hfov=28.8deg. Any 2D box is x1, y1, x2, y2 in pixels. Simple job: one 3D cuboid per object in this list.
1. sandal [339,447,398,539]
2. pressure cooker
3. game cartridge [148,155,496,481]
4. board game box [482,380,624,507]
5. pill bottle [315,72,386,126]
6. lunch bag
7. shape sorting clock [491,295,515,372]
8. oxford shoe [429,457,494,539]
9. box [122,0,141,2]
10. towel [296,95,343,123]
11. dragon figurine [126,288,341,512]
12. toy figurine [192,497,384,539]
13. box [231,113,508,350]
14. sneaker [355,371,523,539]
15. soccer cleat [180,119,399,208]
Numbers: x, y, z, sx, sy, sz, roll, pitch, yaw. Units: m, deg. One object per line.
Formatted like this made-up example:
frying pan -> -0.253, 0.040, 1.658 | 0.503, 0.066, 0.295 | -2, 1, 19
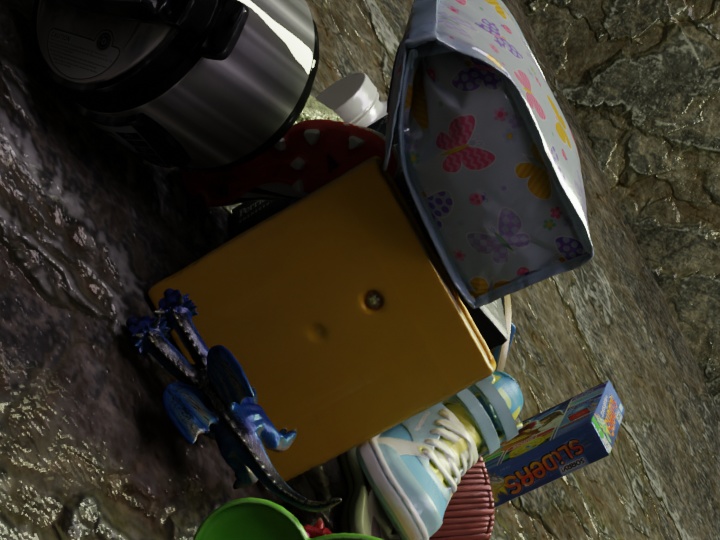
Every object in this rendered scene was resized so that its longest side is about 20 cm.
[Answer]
sandal -> 0.024, 0.181, 1.174 | 0.080, 0.057, 0.202 | 50, 23, -31
pressure cooker -> -0.148, -0.185, 1.049 | 0.200, 0.175, 0.180 | 32, 38, -55
game cartridge -> -0.029, 0.041, 1.016 | 0.177, 0.199, 0.032 | 60, 16, -5
board game box -> 0.136, 0.171, 1.259 | 0.035, 0.199, 0.135 | 61, 20, -2
pill bottle -> 0.027, -0.107, 1.490 | 0.200, 0.108, 0.109 | 53, 21, -23
lunch bag -> 0.080, -0.104, 1.014 | 0.170, 0.126, 0.201 | -82, 149, -62
shape sorting clock -> 0.086, 0.085, 1.293 | 0.039, 0.201, 0.201 | 12, 41, -17
oxford shoe -> 0.070, 0.234, 1.167 | 0.074, 0.070, 0.202 | 130, -38, -72
box -> -0.245, -0.252, 0.916 | 0.198, 0.051, 0.159 | -1, 55, -20
towel -> -0.103, -0.166, 1.255 | 0.148, 0.037, 0.200 | 36, 13, 20
dragon figurine -> -0.094, 0.092, 0.937 | 0.200, 0.059, 0.100 | 49, -3, 45
toy figurine -> -0.014, 0.231, 0.971 | 0.200, 0.150, 0.184 | 39, 3, 9
box -> 0.000, 0.000, 1.150 | 0.117, 0.196, 0.201 | 46, 24, -34
sneaker -> 0.067, 0.128, 1.050 | 0.080, 0.130, 0.200 | 61, 4, -14
soccer cleat -> -0.054, -0.089, 1.137 | 0.085, 0.199, 0.069 | -38, 118, -58
